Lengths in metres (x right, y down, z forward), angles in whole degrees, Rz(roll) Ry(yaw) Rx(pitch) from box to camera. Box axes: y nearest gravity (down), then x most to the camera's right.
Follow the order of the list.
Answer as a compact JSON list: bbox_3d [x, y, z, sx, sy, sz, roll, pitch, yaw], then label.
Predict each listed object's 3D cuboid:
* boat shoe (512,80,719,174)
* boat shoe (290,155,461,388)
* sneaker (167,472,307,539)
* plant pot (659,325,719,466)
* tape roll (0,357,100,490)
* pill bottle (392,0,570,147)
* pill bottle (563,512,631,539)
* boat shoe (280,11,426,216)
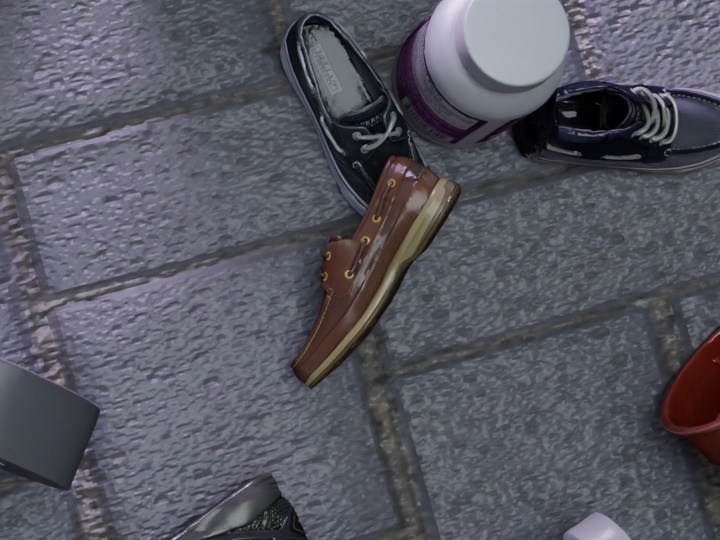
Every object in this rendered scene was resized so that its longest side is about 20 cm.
[{"bbox_3d":[0.232,-0.119,1.685,0.200,0.093,0.075,-5,85,-12],"label":"boat shoe"},{"bbox_3d":[0.000,0.000,1.628,0.068,0.072,0.200,34,96,4],"label":"boat shoe"},{"bbox_3d":[-0.121,0.255,1.581,0.199,0.076,0.114,-34,85,-18],"label":"sneaker"},{"bbox_3d":[0.379,0.129,1.648,0.201,0.201,0.195,-44,102,-13],"label":"plant pot"},{"bbox_3d":[-0.294,0.094,1.501,0.200,0.200,0.066,23,78,-8],"label":"tape roll"},{"bbox_3d":[0.097,-0.165,1.608,0.112,0.200,0.113,1,84,-11],"label":"pill bottle"},{"bbox_3d":[0.133,0.283,1.612,0.200,0.110,0.110,-35,91,-13],"label":"pill bottle"},{"bbox_3d":[0.003,-0.118,1.651,0.072,0.068,0.200,-28,90,-13],"label":"boat shoe"}]
